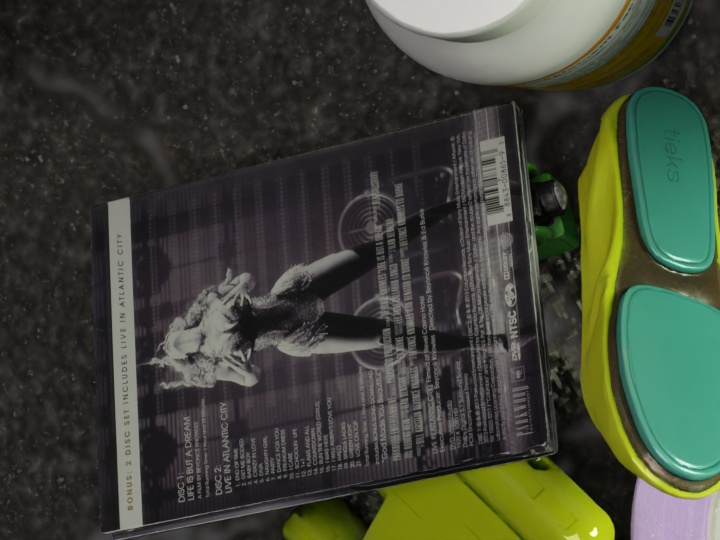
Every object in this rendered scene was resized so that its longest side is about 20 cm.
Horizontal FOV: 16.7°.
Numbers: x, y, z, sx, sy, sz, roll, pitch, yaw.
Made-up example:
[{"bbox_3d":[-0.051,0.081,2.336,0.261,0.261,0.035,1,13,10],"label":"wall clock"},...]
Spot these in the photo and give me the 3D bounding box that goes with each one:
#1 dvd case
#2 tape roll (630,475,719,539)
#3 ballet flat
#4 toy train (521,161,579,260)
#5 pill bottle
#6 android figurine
[{"bbox_3d":[-0.020,0.022,1.015,0.199,0.016,0.150,-13,67,20],"label":"dvd case"},{"bbox_3d":[0.212,0.105,0.988,0.199,0.066,0.201,1,94,19],"label":"tape roll"},{"bbox_3d":[0.113,0.017,0.975,0.067,0.201,0.067,18,139,-19],"label":"ballet flat"},{"bbox_3d":[0.000,0.000,1.057,0.199,0.056,0.042,-18,72,19],"label":"toy train"},{"bbox_3d":[0.061,-0.127,0.954,0.110,0.200,0.112,1,93,18],"label":"pill bottle"},{"bbox_3d":[0.050,0.149,1.024,0.200,0.041,0.182,46,131,22],"label":"android figurine"}]
